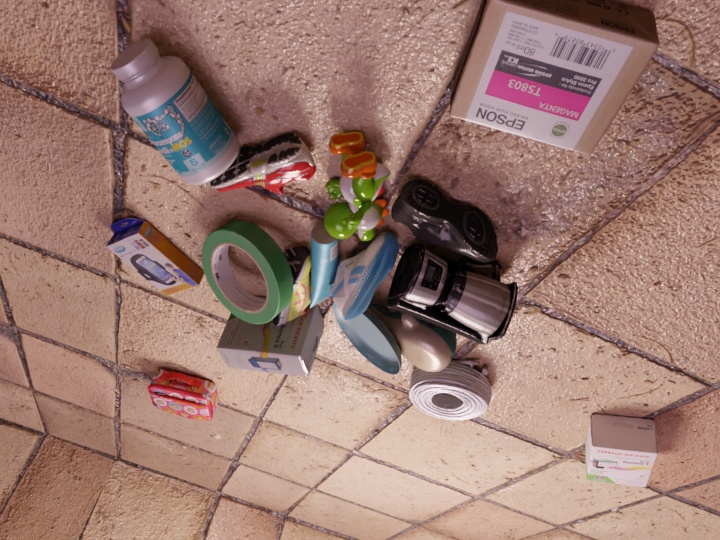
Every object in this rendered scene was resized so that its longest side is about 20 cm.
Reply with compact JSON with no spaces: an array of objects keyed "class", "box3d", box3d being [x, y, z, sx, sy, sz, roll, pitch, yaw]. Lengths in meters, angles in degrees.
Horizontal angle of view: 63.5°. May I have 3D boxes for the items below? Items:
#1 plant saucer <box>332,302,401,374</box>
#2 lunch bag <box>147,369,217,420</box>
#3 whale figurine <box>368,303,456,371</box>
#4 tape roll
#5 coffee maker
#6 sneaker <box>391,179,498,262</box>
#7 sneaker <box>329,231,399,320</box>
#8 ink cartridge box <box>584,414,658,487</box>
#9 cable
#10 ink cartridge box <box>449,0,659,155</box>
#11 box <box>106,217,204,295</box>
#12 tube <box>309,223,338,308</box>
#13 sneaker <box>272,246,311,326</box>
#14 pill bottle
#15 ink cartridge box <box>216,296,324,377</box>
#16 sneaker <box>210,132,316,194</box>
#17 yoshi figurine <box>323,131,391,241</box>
[{"class":"plant saucer","box3d":[0.018,0.135,1.225,0.199,0.027,0.201,41,157,22]},{"class":"lunch bag","box3d":[-0.525,0.364,1.729,0.196,0.083,0.178,12,138,1]},{"class":"whale figurine","box3d":[0.110,0.120,1.203,0.198,0.104,0.160,26,150,28]},{"class":"tape roll","box3d":[-0.221,0.006,1.128,0.197,0.048,0.204,18,125,27]},{"class":"coffee maker","box3d":[0.152,0.053,1.053,0.197,0.136,0.193,23,143,-8]},{"class":"sneaker","box3d":[0.139,-0.073,0.964,0.198,0.077,0.091,33,150,-10]},{"class":"sneaker","box3d":[0.000,0.000,1.084,0.076,0.081,0.201,-8,141,-45]},{"class":"ink cartridge box","box3d":[0.625,0.437,1.405,0.142,0.085,0.202,1,140,18]},{"class":"cable","box3d":[0.212,0.289,1.378,0.196,0.070,0.201,-3,139,22]},{"class":"ink cartridge box","box3d":[0.223,-0.246,0.704,0.196,0.076,0.166,15,141,0]},{"class":"box","box3d":[-0.444,-0.029,1.239,0.117,0.042,0.200,-14,135,33]},{"class":"tube","box3d":[-0.068,-0.003,1.123,0.076,0.051,0.202,-25,146,-22]},{"class":"sneaker","box3d":[-0.126,0.026,1.180,0.089,0.079,0.202,-8,141,-33]},{"class":"pill bottle","box3d":[-0.276,-0.235,0.865,0.109,0.112,0.201,-8,136,28]},{"class":"ink cartridge box","box3d":[-0.193,0.141,1.273,0.196,0.147,0.088,5,141,15]},{"class":"sneaker","box3d":[-0.162,-0.155,0.956,0.196,0.078,0.085,-8,142,28]},{"class":"yoshi figurine","box3d":[-0.021,-0.115,0.938,0.110,0.113,0.202,20,148,20]}]
